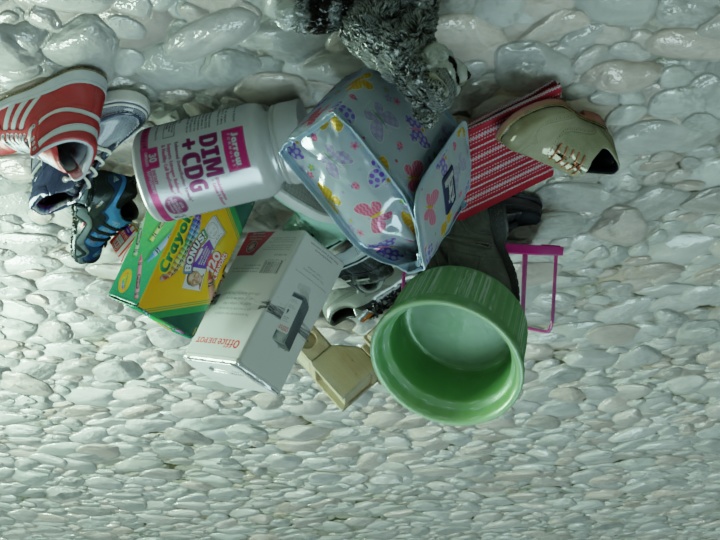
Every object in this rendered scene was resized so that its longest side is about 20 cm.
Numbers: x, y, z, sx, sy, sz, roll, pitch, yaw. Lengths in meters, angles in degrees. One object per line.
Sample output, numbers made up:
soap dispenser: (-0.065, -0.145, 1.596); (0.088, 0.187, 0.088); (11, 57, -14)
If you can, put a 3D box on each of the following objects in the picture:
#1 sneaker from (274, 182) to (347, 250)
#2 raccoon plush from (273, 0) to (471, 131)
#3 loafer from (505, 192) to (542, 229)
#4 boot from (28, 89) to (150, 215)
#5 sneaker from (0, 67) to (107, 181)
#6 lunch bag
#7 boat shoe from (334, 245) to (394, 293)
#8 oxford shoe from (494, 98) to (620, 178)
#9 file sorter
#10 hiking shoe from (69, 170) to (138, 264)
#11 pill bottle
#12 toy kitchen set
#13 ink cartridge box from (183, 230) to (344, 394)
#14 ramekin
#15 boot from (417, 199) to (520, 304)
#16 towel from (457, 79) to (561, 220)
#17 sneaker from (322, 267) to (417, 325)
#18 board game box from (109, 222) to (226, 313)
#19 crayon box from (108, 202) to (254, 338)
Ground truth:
sneaker: (-0.077, -0.071, 1.641); (0.118, 0.074, 0.200); (-28, 147, 32)
raccoon plush: (0.013, -0.213, 1.293); (0.198, 0.135, 0.097); (-6, 155, 8)
loafer: (0.149, -0.068, 1.681); (0.198, 0.063, 0.072); (3, 152, -10)
boot: (-0.321, -0.135, 1.480); (0.199, 0.091, 0.072); (-25, 146, 39)
sneaker: (-0.370, -0.146, 1.429); (0.199, 0.113, 0.071); (-21, 148, 34)
lunch bag: (0.038, -0.118, 1.367); (0.127, 0.170, 0.200); (-25, 108, 41)
boat shoe: (0.000, 0.000, 1.736); (0.072, 0.071, 0.200); (-27, 179, -8)
oxford shoe: (0.238, -0.149, 1.456); (0.199, 0.074, 0.071); (-2, 143, -42)
file sorter: (0.162, 0.022, 1.739); (0.198, 0.127, 0.139); (3, 180, -12)
hiking shoe: (-0.337, -0.063, 1.646); (0.086, 0.075, 0.200); (4, 153, -11)
pill bottle: (-0.156, -0.132, 1.466); (0.198, 0.114, 0.113); (-13, 153, 9)
toy kitchen set: (-0.008, 0.075, 1.955); (0.200, 0.181, 0.163); (-39, 163, -15)
ink cartridge box: (-0.128, 0.054, 1.644); (0.085, 0.201, 0.145); (39, 158, -30)
ramekin: (0.120, 0.091, 1.597); (0.198, 0.098, 0.201); (11, 128, 14)
boot: (0.134, -0.006, 1.634); (0.130, 0.202, 0.068); (-11, -172, -2)
towel: (0.174, -0.142, 1.512); (0.144, 0.023, 0.200); (-27, 153, -9)
sneaker: (0.032, 0.035, 1.867); (0.199, 0.080, 0.074); (-15, 149, 23)
board game box: (-0.240, 0.022, 1.744); (0.046, 0.152, 0.200); (-48, 138, 11)
crayon box: (-0.223, -0.030, 1.581); (0.058, 0.201, 0.119); (16, 168, 35)
